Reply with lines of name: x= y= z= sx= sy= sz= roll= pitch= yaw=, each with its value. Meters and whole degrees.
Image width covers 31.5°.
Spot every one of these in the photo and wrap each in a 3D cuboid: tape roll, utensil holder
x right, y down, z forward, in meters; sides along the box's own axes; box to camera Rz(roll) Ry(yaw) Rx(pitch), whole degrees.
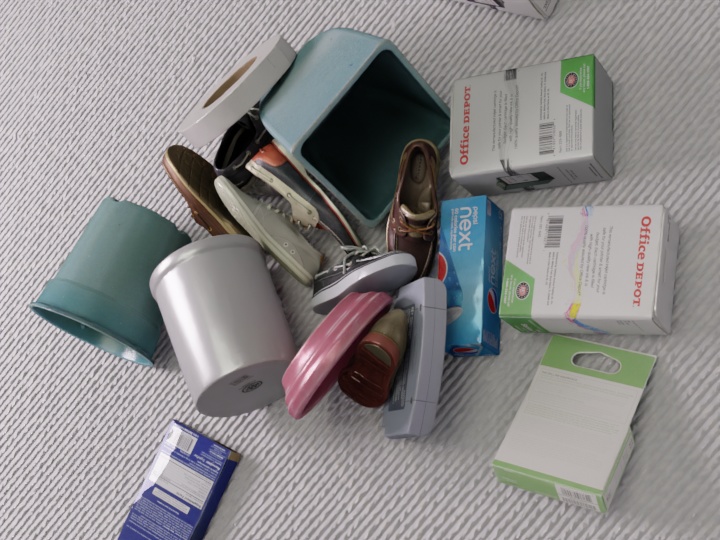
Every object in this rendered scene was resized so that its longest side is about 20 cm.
tape roll: x=-0.173 y=-0.253 z=1.800 sx=0.203 sy=0.037 sz=0.203 roll=-39 pitch=17 yaw=14
utensil holder: x=-0.183 y=0.080 z=1.769 sx=0.170 sy=0.170 sz=0.201 roll=-32 pitch=63 yaw=17

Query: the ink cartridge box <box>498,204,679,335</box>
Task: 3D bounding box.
ink cartridge box: x=0.284 y=0.001 z=1.574 sx=0.199 sy=0.084 sz=0.146 roll=0 pitch=72 yaw=30

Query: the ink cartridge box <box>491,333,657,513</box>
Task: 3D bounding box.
ink cartridge box: x=0.264 y=0.182 z=1.549 sx=0.145 sy=0.048 sz=0.200 roll=12 pitch=56 yaw=32

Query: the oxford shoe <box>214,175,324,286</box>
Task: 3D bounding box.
oxford shoe: x=-0.127 y=-0.064 z=1.802 sx=0.200 sy=0.075 sz=0.058 roll=45 pitch=82 yaw=-5

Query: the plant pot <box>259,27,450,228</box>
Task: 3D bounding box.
plant pot: x=-0.024 y=-0.217 z=1.763 sx=0.197 sy=0.196 sz=0.200 roll=-49 pitch=41 yaw=-1

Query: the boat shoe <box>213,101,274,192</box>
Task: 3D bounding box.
boat shoe: x=-0.153 y=-0.209 z=1.835 sx=0.072 sy=0.063 sz=0.201 roll=17 pitch=74 yaw=29

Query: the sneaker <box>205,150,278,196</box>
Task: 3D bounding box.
sneaker: x=-0.167 y=-0.142 z=1.886 sx=0.199 sy=0.075 sz=0.100 roll=-31 pitch=59 yaw=17

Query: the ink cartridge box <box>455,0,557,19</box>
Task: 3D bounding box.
ink cartridge box: x=0.190 y=-0.447 z=1.781 sx=0.199 sy=0.084 sz=0.145 roll=20 pitch=85 yaw=33

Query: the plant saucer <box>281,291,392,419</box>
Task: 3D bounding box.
plant saucer: x=-0.037 y=0.101 z=1.655 sx=0.051 sy=0.201 sz=0.201 roll=39 pitch=95 yaw=7

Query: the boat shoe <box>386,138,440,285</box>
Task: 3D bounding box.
boat shoe: x=0.071 y=-0.074 z=1.695 sx=0.072 sy=0.072 sz=0.201 roll=8 pitch=99 yaw=5

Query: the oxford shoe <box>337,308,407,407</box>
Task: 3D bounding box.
oxford shoe: x=0.025 y=0.117 z=1.651 sx=0.070 sy=0.200 sz=0.075 roll=33 pitch=60 yaw=1

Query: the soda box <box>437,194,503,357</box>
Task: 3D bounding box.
soda box: x=0.143 y=0.008 z=1.665 sx=0.068 sy=0.064 sz=0.201 roll=-6 pitch=70 yaw=28

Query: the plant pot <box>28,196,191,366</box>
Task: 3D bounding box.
plant pot: x=-0.356 y=0.010 z=1.884 sx=0.199 sy=0.200 sz=0.197 roll=14 pitch=73 yaw=32

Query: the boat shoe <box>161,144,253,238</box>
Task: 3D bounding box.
boat shoe: x=-0.222 y=-0.094 z=1.860 sx=0.200 sy=0.072 sz=0.068 roll=48 pitch=127 yaw=-6

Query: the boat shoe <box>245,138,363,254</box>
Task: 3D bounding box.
boat shoe: x=-0.076 y=-0.095 z=1.786 sx=0.063 sy=0.071 sz=0.200 roll=-41 pitch=90 yaw=-1

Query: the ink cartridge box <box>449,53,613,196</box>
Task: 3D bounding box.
ink cartridge box: x=0.224 y=-0.187 z=1.673 sx=0.199 sy=0.084 sz=0.147 roll=-6 pitch=71 yaw=28

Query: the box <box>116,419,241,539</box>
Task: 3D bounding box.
box: x=-0.260 y=0.326 z=1.805 sx=0.121 sy=0.032 sz=0.201 roll=22 pitch=84 yaw=34

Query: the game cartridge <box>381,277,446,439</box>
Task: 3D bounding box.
game cartridge: x=0.070 y=0.114 z=1.636 sx=0.133 sy=0.041 sz=0.201 roll=159 pitch=119 yaw=-67

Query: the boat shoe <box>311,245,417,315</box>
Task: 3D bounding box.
boat shoe: x=0.002 y=0.000 z=1.720 sx=0.199 sy=0.073 sz=0.068 roll=-31 pitch=57 yaw=52
